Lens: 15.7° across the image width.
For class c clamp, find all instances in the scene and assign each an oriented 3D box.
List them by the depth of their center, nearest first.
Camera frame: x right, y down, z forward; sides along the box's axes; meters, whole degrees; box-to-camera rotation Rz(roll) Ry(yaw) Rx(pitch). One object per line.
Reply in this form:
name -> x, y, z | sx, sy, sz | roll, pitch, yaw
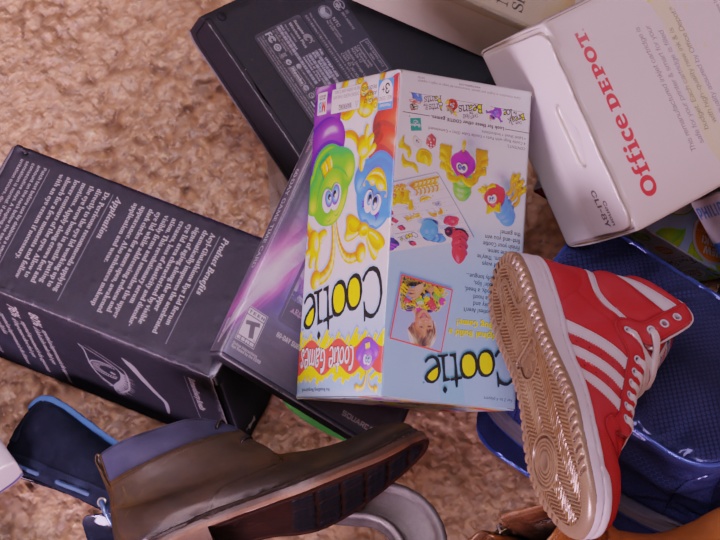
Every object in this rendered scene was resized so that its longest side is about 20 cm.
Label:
c clamp -> -0.027, 0.201, 1.587 | 0.200, 0.027, 0.171 | 9, 66, 6

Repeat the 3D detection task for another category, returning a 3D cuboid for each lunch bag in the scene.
lunch bag -> 0.183, 0.089, 1.690 | 0.200, 0.132, 0.136 | 34, 55, 16

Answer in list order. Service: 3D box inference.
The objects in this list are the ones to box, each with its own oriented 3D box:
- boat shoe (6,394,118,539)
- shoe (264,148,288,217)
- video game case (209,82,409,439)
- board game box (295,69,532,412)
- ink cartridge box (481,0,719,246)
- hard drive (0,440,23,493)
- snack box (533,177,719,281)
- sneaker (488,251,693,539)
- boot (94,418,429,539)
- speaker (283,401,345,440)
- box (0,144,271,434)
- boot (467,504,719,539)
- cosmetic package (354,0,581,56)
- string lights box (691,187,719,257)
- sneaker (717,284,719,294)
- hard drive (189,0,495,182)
boat shoe -> -0.154, 0.160, 1.726 | 0.200, 0.084, 0.069 | 31, 80, 34
shoe -> -0.049, -0.113, 1.827 | 0.070, 0.053, 0.200 | 11, 61, -38
video game case -> 0.000, 0.000, 1.686 | 0.143, 0.019, 0.200 | 33, 72, -26
board game box -> 0.033, -0.015, 1.636 | 0.105, 0.103, 0.200 | 8, 83, -32
ink cartridge box -> 0.197, -0.122, 1.685 | 0.200, 0.083, 0.145 | -27, 94, -29
hard drive -> -0.332, 0.104, 1.761 | 0.132, 0.025, 0.200 | -35, 56, -10
snack box -> 0.214, -0.112, 1.772 | 0.142, 0.053, 0.200 | 29, 70, -23
sneaker -> 0.151, 0.074, 1.550 | 0.112, 0.071, 0.200 | 7, 48, -23
boot -> -0.063, 0.115, 1.583 | 0.200, 0.075, 0.097 | -24, 65, -11
speaker -> 0.022, 0.015, 1.759 | 0.088, 0.088, 0.200 | 23, 70, 14
box -> -0.154, 0.020, 1.738 | 0.200, 0.148, 0.104 | 21, 70, 12
boot -> 0.154, 0.173, 1.579 | 0.200, 0.155, 0.077 | -32, 42, 11
cosmetic package -> 0.099, -0.206, 1.804 | 0.200, 0.071, 0.105 | 20, 69, -21
string lights box -> 0.311, 0.016, 1.700 | 0.103, 0.059, 0.200 | -30, 93, -16
sneaker -> 0.302, -0.026, 1.773 | 0.075, 0.070, 0.200 | 26, 75, -4
hard drive -> 0.000, -0.152, 1.806 | 0.200, 0.033, 0.140 | -29, 80, -32
